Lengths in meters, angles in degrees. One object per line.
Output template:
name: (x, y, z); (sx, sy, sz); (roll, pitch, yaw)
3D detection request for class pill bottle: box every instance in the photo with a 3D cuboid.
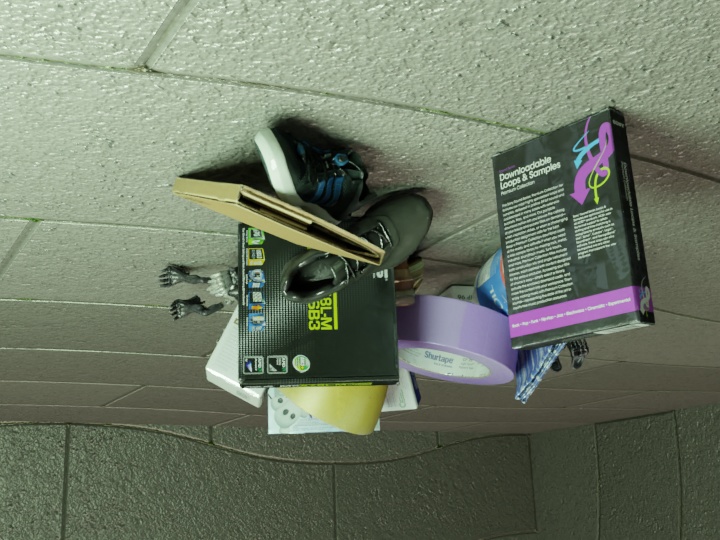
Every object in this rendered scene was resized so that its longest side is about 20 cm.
pill bottle: (0.218, 0.021, 1.220); (0.110, 0.114, 0.200); (0, 164, -8)

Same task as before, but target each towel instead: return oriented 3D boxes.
towel: (0.263, 0.069, 1.222); (0.024, 0.202, 0.145); (28, -159, -4)

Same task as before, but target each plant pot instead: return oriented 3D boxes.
plant pot: (-0.028, 0.134, 1.380); (0.198, 0.143, 0.200); (30, -170, -6)

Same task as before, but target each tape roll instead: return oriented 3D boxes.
tape roll: (0.119, 0.098, 1.234); (0.196, 0.067, 0.201); (13, 162, 4)

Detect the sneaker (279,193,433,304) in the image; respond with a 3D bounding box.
sneaker: (-0.005, -0.017, 1.003); (0.198, 0.077, 0.091); (-34, -177, 7)

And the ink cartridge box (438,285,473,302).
ink cartridge box: (0.184, 0.073, 1.478); (0.114, 0.069, 0.200); (2, 164, -15)

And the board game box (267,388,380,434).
board game box: (-0.066, 0.184, 1.585); (0.196, 0.203, 0.043); (-1, 170, -3)

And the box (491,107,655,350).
box: (0.199, -0.036, 0.862); (0.036, 0.204, 0.142); (7, 163, -42)

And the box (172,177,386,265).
box: (-0.087, -0.051, 0.901); (0.162, 0.022, 0.199); (22, 176, -29)

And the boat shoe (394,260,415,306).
boat shoe: (0.000, 0.000, 1.200); (0.075, 0.073, 0.198); (-8, -168, -43)

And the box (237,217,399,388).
box: (-0.052, 0.038, 1.079); (0.189, 0.204, 0.048); (0, 164, -4)

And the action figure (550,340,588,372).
action figure: (0.316, 0.105, 1.538); (0.117, 0.104, 0.200); (-6, -169, -10)

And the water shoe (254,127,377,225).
water shoe: (-0.040, -0.101, 0.872); (0.078, 0.072, 0.200); (-26, 165, 9)

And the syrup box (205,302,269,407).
syrup box: (-0.115, 0.060, 1.131); (0.080, 0.202, 0.079); (27, 162, 0)

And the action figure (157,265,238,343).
action figure: (-0.175, 0.041, 1.223); (0.196, 0.121, 0.102); (1, -156, 20)

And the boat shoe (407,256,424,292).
boat shoe: (0.047, 0.031, 1.284); (0.072, 0.064, 0.200); (-21, 174, -24)

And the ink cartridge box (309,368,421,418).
ink cartridge box: (-0.014, 0.144, 1.495); (0.196, 0.203, 0.041); (-8, -161, 19)
